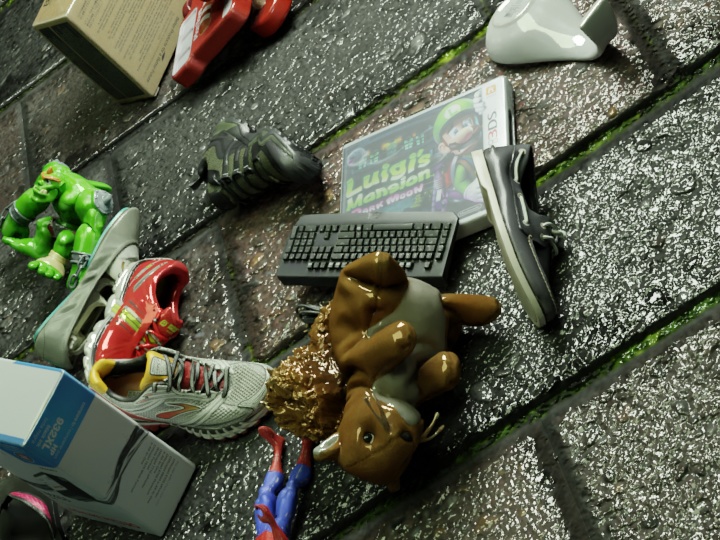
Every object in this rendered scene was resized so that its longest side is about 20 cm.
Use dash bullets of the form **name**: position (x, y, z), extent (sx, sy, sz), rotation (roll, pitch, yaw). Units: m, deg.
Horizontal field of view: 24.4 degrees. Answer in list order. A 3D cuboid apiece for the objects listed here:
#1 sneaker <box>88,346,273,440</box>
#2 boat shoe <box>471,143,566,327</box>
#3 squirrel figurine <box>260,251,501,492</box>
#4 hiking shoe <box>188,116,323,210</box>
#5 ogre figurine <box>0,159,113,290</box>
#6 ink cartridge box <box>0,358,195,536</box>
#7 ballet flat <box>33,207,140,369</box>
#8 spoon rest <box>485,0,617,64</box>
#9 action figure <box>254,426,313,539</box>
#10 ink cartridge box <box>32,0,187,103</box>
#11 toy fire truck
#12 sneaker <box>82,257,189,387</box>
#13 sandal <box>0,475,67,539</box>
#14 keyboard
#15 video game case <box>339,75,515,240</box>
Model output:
- **sneaker**: position (-0.177, 0.118, 1.636), extent (0.200, 0.082, 0.078), rotation (-6, 52, 14)
- **boat shoe**: position (0.154, -0.039, 1.514), extent (0.063, 0.073, 0.200), rotation (-17, 53, 2)
- **squirrel figurine**: position (0.008, 0.105, 1.493), extent (0.200, 0.141, 0.187), rotation (-18, 55, 47)
- **hiking shoe**: position (-0.115, -0.103, 1.815), extent (0.200, 0.076, 0.101), rotation (21, 79, 58)
- **ogre figurine**: position (-0.354, -0.059, 1.962), extent (0.120, 0.098, 0.200), rotation (-64, 24, 4)
- **ink cartridge box**: position (-0.281, 0.170, 1.608), extent (0.145, 0.200, 0.084), rotation (4, 61, 43)
- **ballet flat**: position (-0.288, 0.024, 1.862), extent (0.064, 0.067, 0.200), rotation (29, 77, 17)
- **spoon rest**: position (0.195, -0.245, 1.682), extent (0.099, 0.061, 0.200), rotation (-51, 26, -9)
- **action figure**: position (-0.093, 0.215, 1.491), extent (0.065, 0.099, 0.200), rotation (-20, 48, 29)
- **ink cartridge box**: position (-0.301, -0.338, 2.096), extent (0.075, 0.165, 0.200), rotation (-7, 51, 40)
- **toy fire truck**: position (-0.174, -0.338, 2.045), extent (0.168, 0.112, 0.200), rotation (-40, 34, 36)
- **sneaker**: position (-0.231, 0.066, 1.758), extent (0.085, 0.077, 0.200), rotation (-8, 52, 28)
- **sandal**: position (-0.341, 0.265, 1.699), extent (0.075, 0.045, 0.200), rotation (-46, 39, -1)
- **keyboard**: position (0.000, 0.000, 1.627), extent (0.200, 0.021, 0.127), rotation (-1, 68, 36)
- **video game case**: position (0.066, -0.093, 1.676), extent (0.200, 0.023, 0.182), rotation (-22, 44, 26)
